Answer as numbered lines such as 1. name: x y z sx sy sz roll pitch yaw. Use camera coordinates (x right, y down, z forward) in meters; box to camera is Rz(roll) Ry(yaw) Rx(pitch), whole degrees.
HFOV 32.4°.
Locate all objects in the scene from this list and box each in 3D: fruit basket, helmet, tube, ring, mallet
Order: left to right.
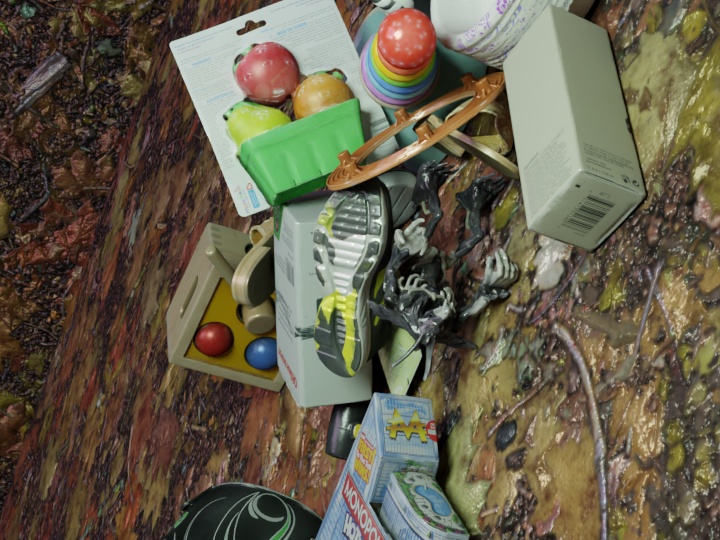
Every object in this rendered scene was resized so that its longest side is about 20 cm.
1. helmet: -0.127 0.344 1.300 0.200 0.199 0.192 -46 17 48
2. fruit basket: -0.079 -0.177 1.295 0.094 0.184 0.202 108 138 -73
3. mallet: 0.023 0.158 1.254 0.199 0.041 0.067 -17 62 60
4. tube: 0.031 0.049 1.300 0.051 0.058 0.201 -25 40 8
5. ring: 0.050 -0.137 1.167 0.199 0.019 0.201 -31 12 7

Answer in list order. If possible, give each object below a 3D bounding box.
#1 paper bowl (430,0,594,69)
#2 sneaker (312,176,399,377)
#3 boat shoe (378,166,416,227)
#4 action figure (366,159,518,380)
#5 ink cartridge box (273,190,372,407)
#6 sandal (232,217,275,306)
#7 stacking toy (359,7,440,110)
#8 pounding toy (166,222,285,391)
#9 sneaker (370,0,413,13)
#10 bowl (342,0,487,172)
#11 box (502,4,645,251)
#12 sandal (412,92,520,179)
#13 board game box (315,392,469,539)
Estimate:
1. paper bowl: 0.156 -0.287 1.154 0.201 0.103 0.202 -49 32 45
2. sneaker: 0.000 0.000 1.205 0.074 0.084 0.202 20 114 25
3. boat shoe: 0.007 -0.079 1.407 0.200 0.071 0.072 140 137 -57
4. action figure: 0.075 -0.007 1.138 0.102 0.118 0.202 133 153 -59
5. ink cartridge box: -0.042 0.027 1.321 0.147 0.082 0.203 -131 39 -69
6. sandal: -0.105 -0.033 1.439 0.212 0.069 0.078 -47 -40 -48
7. stacking toy: 0.041 -0.205 1.185 0.200 0.084 0.086 -94 21 -88
8. pounding toy: -0.148 0.039 1.548 0.201 0.182 0.143 -61 25 27
9. sneaker: 0.034 -0.344 1.274 0.116 0.075 0.201 -53 39 18
10. bowl: 0.049 -0.219 1.364 0.201 0.104 0.203 -47 34 47
11. box: 0.175 -0.122 1.037 0.082 0.068 0.202 -50 31 44
12. sandal: 0.113 -0.147 1.202 0.070 0.077 0.212 -57 21 1
13. board game box: 0.027 0.226 1.123 0.200 0.061 0.202 -127 49 -64
